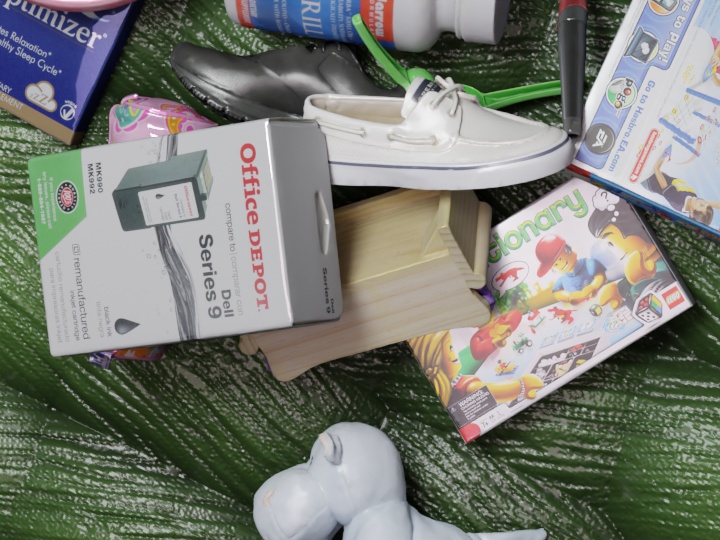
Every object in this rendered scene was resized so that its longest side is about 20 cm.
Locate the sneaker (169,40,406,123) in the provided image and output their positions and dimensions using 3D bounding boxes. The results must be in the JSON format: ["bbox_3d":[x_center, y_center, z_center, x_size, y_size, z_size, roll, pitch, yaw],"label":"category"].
[{"bbox_3d":[-0.044,-0.136,1.597,0.198,0.076,0.092,21,92,0],"label":"sneaker"}]

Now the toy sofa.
[{"bbox_3d":[0.000,0.000,1.572,0.198,0.083,0.098,-17,128,21],"label":"toy sofa"}]

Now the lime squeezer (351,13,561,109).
[{"bbox_3d":[0.063,-0.133,1.547,0.071,0.199,0.038,-33,52,50],"label":"lime squeezer"}]

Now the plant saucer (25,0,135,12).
[{"bbox_3d":[-0.204,-0.282,1.597,0.198,0.051,0.203,0,75,1],"label":"plant saucer"}]

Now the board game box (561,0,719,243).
[{"bbox_3d":[0.269,-0.123,1.517,0.195,0.056,0.201,25,88,8],"label":"board game box"}]

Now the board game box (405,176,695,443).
[{"bbox_3d":[0.130,0.022,1.585,0.199,0.035,0.127,-33,86,12],"label":"board game box"}]

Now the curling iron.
[{"bbox_3d":[0.142,-0.183,1.533,0.049,0.026,0.202,-6,67,2],"label":"curling iron"}]

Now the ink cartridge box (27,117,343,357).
[{"bbox_3d":[-0.123,-0.023,1.508,0.198,0.084,0.148,-8,89,25],"label":"ink cartridge box"}]

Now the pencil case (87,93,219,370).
[{"bbox_3d":[-0.167,-0.030,1.616,0.087,0.087,0.202,17,99,10],"label":"pencil case"}]

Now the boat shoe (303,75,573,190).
[{"bbox_3d":[0.051,-0.100,1.498,0.198,0.071,0.070,3,113,25],"label":"boat shoe"}]

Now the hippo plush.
[{"bbox_3d":[0.004,0.194,1.560,0.199,0.159,0.162,-34,88,12],"label":"hippo plush"}]

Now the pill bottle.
[{"bbox_3d":[0.008,-0.219,1.552,0.198,0.112,0.113,9,96,11],"label":"pill bottle"}]

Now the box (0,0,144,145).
[{"bbox_3d":[-0.228,-0.213,1.643,0.120,0.032,0.201,28,98,8],"label":"box"}]
